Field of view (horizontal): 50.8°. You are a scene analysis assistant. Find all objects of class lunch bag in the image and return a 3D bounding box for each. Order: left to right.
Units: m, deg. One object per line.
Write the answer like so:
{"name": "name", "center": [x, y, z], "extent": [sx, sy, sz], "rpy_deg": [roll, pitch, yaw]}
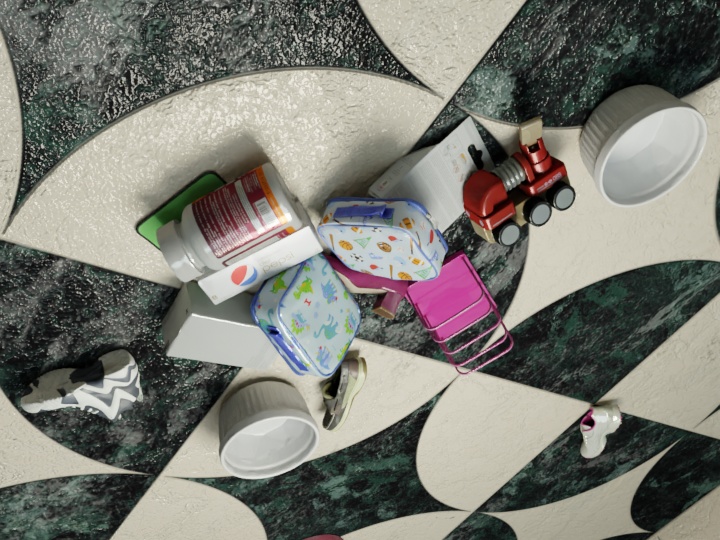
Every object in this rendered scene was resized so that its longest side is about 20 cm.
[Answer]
{"name": "lunch bag", "center": [-0.091, 0.075, 1.273], "extent": [0.082, 0.161, 0.201], "rpy_deg": [1, 139, 36]}
{"name": "lunch bag", "center": [0.037, -0.056, 1.211], "extent": [0.199, 0.076, 0.160], "rpy_deg": [3, 147, 36]}

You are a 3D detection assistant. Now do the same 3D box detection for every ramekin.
{"name": "ramekin", "center": [-0.189, 0.312, 1.507], "extent": [0.198, 0.105, 0.201], "rpy_deg": [-13, 137, -12]}
{"name": "ramekin", "center": [0.470, -0.217, 1.290], "extent": [0.198, 0.105, 0.201], "rpy_deg": [-12, 135, -12]}

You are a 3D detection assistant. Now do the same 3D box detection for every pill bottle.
{"name": "pill bottle", "center": [-0.196, -0.069, 1.132], "extent": [0.199, 0.110, 0.110], "rpy_deg": [-27, 137, 3]}

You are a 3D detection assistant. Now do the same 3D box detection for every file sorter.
{"name": "file sorter", "center": [0.193, 0.091, 1.454], "extent": [0.138, 0.126, 0.200], "rpy_deg": [-31, 136, 8]}

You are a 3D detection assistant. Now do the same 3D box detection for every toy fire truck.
{"name": "toy fire truck", "center": [0.252, -0.159, 1.241], "extent": [0.175, 0.129, 0.201], "rpy_deg": [-33, 123, -6]}

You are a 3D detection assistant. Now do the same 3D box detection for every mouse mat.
{"name": "mouse mat", "center": [-0.235, -0.058, 1.209], "extent": [0.160, 0.008, 0.200], "rpy_deg": [-35, 135, 11]}

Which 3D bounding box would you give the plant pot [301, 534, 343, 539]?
{"name": "plant pot", "center": [-0.111, 0.831, 2.005], "extent": [0.198, 0.180, 0.201], "rpy_deg": [-12, 135, -12]}

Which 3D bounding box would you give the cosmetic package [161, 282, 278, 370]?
{"name": "cosmetic package", "center": [-0.229, 0.099, 1.309], "extent": [0.199, 0.082, 0.113], "rpy_deg": [17, 127, -34]}

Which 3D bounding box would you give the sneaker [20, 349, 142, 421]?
{"name": "sneaker", "center": [-0.476, 0.228, 1.328], "extent": [0.198, 0.080, 0.130], "rpy_deg": [-24, 129, -14]}

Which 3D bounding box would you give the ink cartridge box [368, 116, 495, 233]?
{"name": "ink cartridge box", "center": [0.126, -0.144, 1.269], "extent": [0.200, 0.057, 0.163], "rpy_deg": [-46, 136, -6]}

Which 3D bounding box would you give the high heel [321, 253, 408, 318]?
{"name": "high heel", "center": [0.000, 0.000, 1.355], "extent": [0.199, 0.097, 0.067], "rpy_deg": [36, 152, -29]}

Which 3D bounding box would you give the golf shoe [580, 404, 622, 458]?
{"name": "golf shoe", "center": [0.616, 0.424, 2.015], "extent": [0.091, 0.076, 0.201], "rpy_deg": [8, 128, -9]}

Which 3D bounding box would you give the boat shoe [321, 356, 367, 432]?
{"name": "boat shoe", "center": [-0.048, 0.251, 1.552], "extent": [0.065, 0.072, 0.202], "rpy_deg": [12, 127, -19]}

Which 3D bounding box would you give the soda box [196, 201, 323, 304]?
{"name": "soda box", "center": [-0.166, -0.028, 1.214], "extent": [0.199, 0.068, 0.064], "rpy_deg": [-27, 136, 3]}
